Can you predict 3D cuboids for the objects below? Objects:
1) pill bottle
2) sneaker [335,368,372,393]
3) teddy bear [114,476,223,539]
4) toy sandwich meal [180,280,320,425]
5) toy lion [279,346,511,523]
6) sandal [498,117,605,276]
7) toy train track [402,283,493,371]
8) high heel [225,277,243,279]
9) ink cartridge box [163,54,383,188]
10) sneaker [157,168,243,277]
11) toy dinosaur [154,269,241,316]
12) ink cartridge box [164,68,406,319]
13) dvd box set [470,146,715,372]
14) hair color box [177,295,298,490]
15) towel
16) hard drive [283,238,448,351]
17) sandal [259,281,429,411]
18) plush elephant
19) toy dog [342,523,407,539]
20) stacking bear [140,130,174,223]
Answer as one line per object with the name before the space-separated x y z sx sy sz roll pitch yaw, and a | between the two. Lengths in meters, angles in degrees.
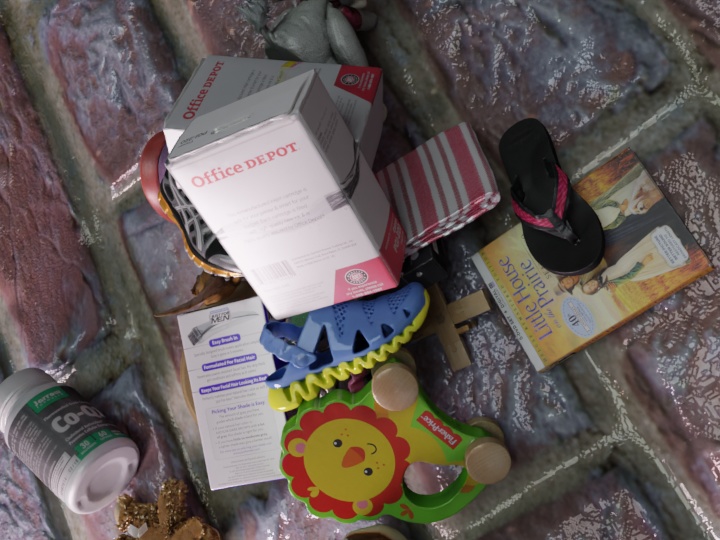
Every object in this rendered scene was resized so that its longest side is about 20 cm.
pill bottle | -0.400 0.222 1.093 0.199 0.113 0.114 31 99 26
sneaker | -0.014 0.158 0.916 0.095 0.079 0.201 8 98 43
teddy bear | -0.246 0.341 1.036 0.199 0.067 0.146 -23 65 31
toy sandwich meal | -0.132 0.119 0.993 0.204 0.070 0.207 0 89 17
toy lion | 0.024 0.191 0.843 0.200 0.069 0.192 38 103 -10
sandal | 0.182 -0.079 0.826 0.075 0.045 0.201 -32 54 22
toy train track | 0.061 0.066 0.915 0.199 0.032 0.115 -26 86 29
high heel | -0.147 -0.064 0.972 0.199 0.071 0.143 -7 120 42
ink cartridge box | -0.083 -0.150 0.853 0.199 0.086 0.148 5 44 10
sneaker | -0.160 -0.065 0.887 0.200 0.078 0.078 43 131 31
toy dinosaur | -0.161 0.017 0.908 0.060 0.200 0.106 37 87 -5
ink cartridge box | -0.064 -0.065 0.766 0.145 0.200 0.085 -16 36 24
dvd box set | 0.229 -0.009 0.832 0.200 0.029 0.147 -35 68 21
hair color box | -0.129 0.135 0.922 0.109 0.065 0.201 -13 87 17
towel | 0.050 -0.068 0.873 0.199 0.030 0.147 -30 38 17
hard drive | 0.000 0.000 0.911 0.199 0.038 0.140 -32 37 20
sandal | -0.024 0.063 0.823 0.199 0.080 0.087 -30 98 6
plush elephant | -0.040 -0.288 0.939 0.164 0.200 0.155 20 70 43
toy dog | 0.030 0.362 0.831 0.193 0.140 0.201 -24 83 9
stacking bear | -0.159 -0.122 1.010 0.199 0.114 0.122 2 86 23
